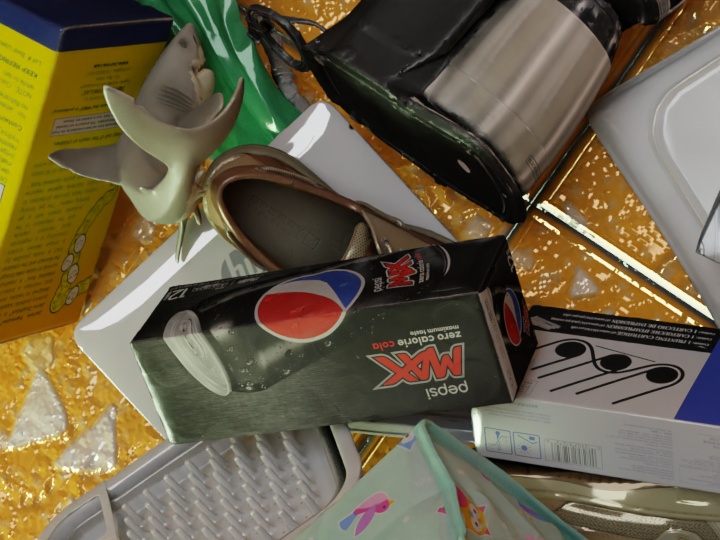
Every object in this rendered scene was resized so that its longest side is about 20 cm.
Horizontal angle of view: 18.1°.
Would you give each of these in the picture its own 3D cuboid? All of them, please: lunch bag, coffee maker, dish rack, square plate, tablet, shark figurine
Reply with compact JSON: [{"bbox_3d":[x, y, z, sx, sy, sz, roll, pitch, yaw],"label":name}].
[{"bbox_3d":[0.048,0.196,1.128,0.170,0.200,0.122,-41,39,16],"label":"lunch bag"},{"bbox_3d":[0.072,-0.160,1.230,0.192,0.135,0.200,38,81,2],"label":"coffee maker"},{"bbox_3d":[-0.082,0.142,1.215,0.200,0.044,0.172,-35,26,5],"label":"dish rack"},{"bbox_3d":[0.249,-0.064,1.217,0.198,0.028,0.200,-33,69,9],"label":"square plate"},{"bbox_3d":[-0.050,0.016,1.280,0.200,0.014,0.130,-43,94,5],"label":"tablet"},{"bbox_3d":[-0.119,-0.059,1.192,0.089,0.215,0.128,11,102,-8],"label":"shark figurine"}]

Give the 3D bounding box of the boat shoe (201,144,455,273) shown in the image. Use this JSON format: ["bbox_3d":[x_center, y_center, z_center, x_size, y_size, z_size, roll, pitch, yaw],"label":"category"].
[{"bbox_3d":[0.000,0.000,1.233,0.200,0.072,0.076,26,96,-2],"label":"boat shoe"}]

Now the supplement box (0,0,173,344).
[{"bbox_3d":[-0.205,-0.072,1.294,0.109,0.109,0.200,29,111,23],"label":"supplement box"}]

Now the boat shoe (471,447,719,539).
[{"bbox_3d":[0.112,0.133,1.192,0.199,0.071,0.065,4,99,20],"label":"boat shoe"}]

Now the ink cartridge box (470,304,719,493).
[{"bbox_3d":[0.166,0.069,1.169,0.200,0.094,0.044,8,122,24],"label":"ink cartridge box"}]

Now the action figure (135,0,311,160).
[{"bbox_3d":[-0.076,-0.109,1.313,0.200,0.055,0.118,53,128,7],"label":"action figure"}]

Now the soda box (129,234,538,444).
[{"bbox_3d":[-0.014,0.037,1.181,0.200,0.063,0.071,-9,115,22],"label":"soda box"}]

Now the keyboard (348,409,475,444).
[{"bbox_3d":[0.089,0.078,1.230,0.199,0.056,0.011,4,121,20],"label":"keyboard"}]

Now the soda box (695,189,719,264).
[{"bbox_3d":[0.272,0.003,1.142,0.200,0.068,0.064,24,94,8],"label":"soda box"}]
